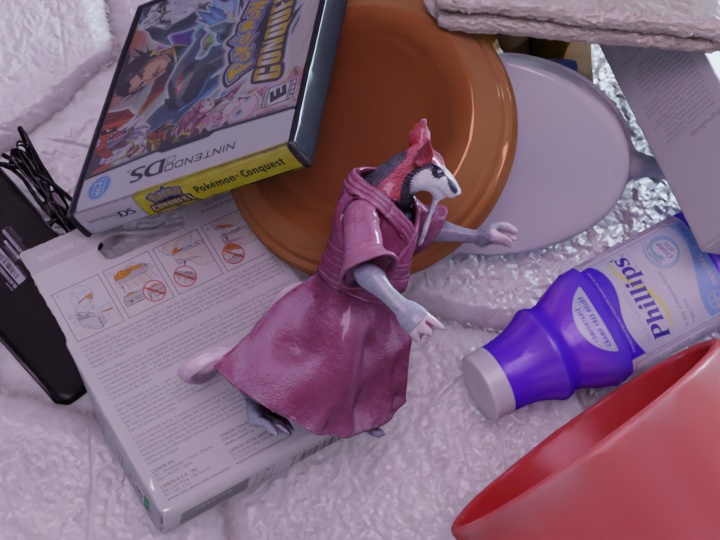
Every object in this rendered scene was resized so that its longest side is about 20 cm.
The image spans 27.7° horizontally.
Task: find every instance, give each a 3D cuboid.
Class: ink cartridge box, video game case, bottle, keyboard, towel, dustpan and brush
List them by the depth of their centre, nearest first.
[{"bbox_3d":[-0.107,0.047,0.951,0.160,0.050,0.200,-26,69,-22],"label":"ink cartridge box"},{"bbox_3d":[-0.095,-0.126,0.951,0.180,0.026,0.201,-15,47,30],"label":"video game case"},{"bbox_3d":[0.144,-0.202,0.955,0.199,0.035,0.133,7,56,2],"label":"towel"},{"bbox_3d":[0.163,0.034,0.975,0.199,0.065,0.084,-26,76,-13],"label":"bottle"},{"bbox_3d":[-0.223,-0.014,0.982,0.104,0.040,0.200,-41,85,2],"label":"keyboard"},{"bbox_3d":[0.163,-0.073,1.007,0.199,0.057,0.140,7,106,-4],"label":"dustpan and brush"}]

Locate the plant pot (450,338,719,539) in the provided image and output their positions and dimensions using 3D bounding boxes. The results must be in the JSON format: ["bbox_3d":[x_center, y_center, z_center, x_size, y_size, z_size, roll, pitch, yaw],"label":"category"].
[{"bbox_3d":[0.183,0.169,0.876,0.200,0.200,0.178,-35,87,-15],"label":"plant pot"}]

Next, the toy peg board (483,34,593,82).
[{"bbox_3d":[0.072,-0.193,1.032,0.199,0.098,0.200,2,70,-4],"label":"toy peg board"}]

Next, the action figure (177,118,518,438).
[{"bbox_3d":[0.000,0.000,0.877,0.148,0.134,0.201,23,107,18],"label":"action figure"}]

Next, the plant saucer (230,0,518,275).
[{"bbox_3d":[0.001,-0.093,0.947,0.199,0.037,0.202,-3,77,14],"label":"plant saucer"}]

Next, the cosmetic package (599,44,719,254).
[{"bbox_3d":[0.243,-0.105,0.986,0.101,0.074,0.201,8,52,-39],"label":"cosmetic package"}]
